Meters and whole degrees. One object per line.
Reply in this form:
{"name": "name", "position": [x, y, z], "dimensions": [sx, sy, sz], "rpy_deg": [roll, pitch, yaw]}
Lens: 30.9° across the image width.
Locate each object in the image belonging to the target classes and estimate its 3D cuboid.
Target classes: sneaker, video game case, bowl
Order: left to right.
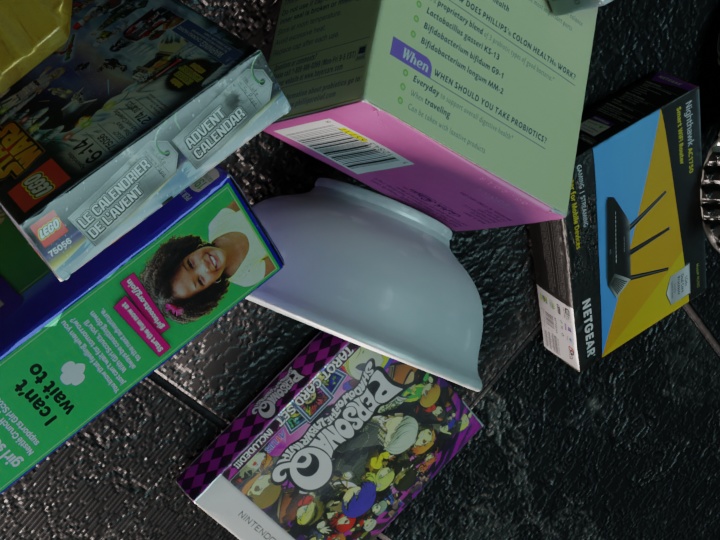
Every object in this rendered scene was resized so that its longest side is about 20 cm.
{"name": "video game case", "position": [-0.017, 0.138, 0.999], "dimensions": [0.200, 0.036, 0.182], "rpy_deg": [-45, 133, -6]}
{"name": "bowl", "position": [0.000, 0.000, 0.837], "dimensions": [0.200, 0.200, 0.091], "rpy_deg": [25, 86, -42]}
{"name": "sneaker", "position": [0.321, -0.110, 1.055], "dimensions": [0.090, 0.066, 0.203], "rpy_deg": [3, 92, -59]}

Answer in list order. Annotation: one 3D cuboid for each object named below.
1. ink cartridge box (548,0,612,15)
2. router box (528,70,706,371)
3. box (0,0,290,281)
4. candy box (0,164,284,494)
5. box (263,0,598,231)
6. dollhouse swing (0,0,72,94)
{"name": "ink cartridge box", "position": [0.165, -0.267, 0.776], "dimensions": [0.199, 0.050, 0.163], "rpy_deg": [-34, 109, -30]}
{"name": "router box", "position": [0.207, -0.038, 1.048], "dimensions": [0.148, 0.051, 0.202], "rpy_deg": [-30, 129, -21]}
{"name": "box", "position": [-0.140, -0.087, 0.666], "dimensions": [0.137, 0.200, 0.040], "rpy_deg": [-39, 128, -12]}
{"name": "candy box", "position": [-0.167, 0.003, 0.720], "dimensions": [0.200, 0.169, 0.077], "rpy_deg": [-40, 129, -10]}
{"name": "box", "position": [0.049, -0.150, 0.777], "dimensions": [0.175, 0.096, 0.202], "rpy_deg": [23, 71, -39]}
{"name": "dollhouse swing", "position": [-0.247, -0.162, 0.559], "dimensions": [0.200, 0.182, 0.176], "rpy_deg": [-40, 166, -10]}
